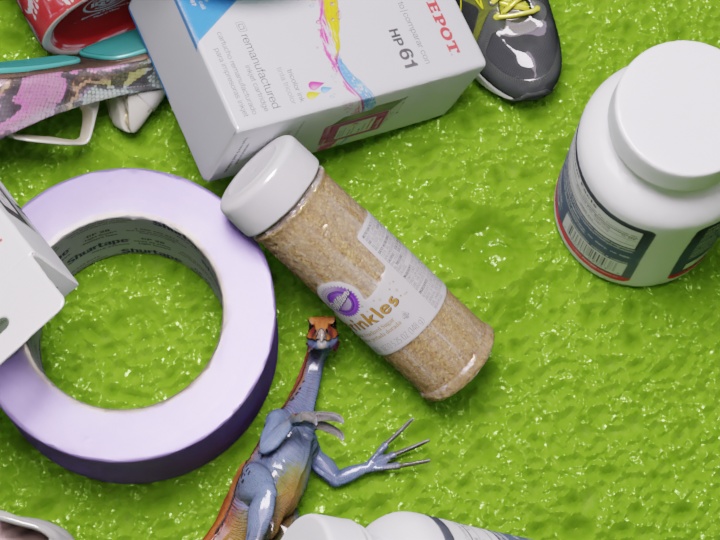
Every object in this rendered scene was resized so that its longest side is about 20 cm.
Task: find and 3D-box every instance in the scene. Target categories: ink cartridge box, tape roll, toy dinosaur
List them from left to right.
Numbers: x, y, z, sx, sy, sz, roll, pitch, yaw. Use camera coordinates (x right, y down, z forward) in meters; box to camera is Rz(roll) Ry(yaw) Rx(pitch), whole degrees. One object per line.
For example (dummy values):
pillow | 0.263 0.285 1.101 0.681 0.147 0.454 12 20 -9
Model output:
ink cartridge box | -0.264 -0.003 1.166 0.116 0.067 0.200 -41 65 1
tape roll | -0.155 0.038 1.232 0.200 0.085 0.200 0 73 0
toy dinosaur | -0.059 0.119 1.213 0.200 0.105 0.182 -10 53 8
ink cartridge box | -0.036 -0.162 1.264 0.200 0.085 0.145 -18 75 -28

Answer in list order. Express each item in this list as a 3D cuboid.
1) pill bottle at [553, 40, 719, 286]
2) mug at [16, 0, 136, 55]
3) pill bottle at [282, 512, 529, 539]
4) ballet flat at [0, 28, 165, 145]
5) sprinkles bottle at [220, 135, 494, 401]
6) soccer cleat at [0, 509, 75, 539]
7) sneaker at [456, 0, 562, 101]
pill bottle | 0.198 -0.071 1.212 0.119 0.200 0.120 0 74 -2
mug | -0.199 -0.274 1.294 0.177 0.133 0.200 -29 79 15
pill bottle | 0.048 0.212 1.122 0.200 0.120 0.120 16 72 -25
ballet flat | -0.188 -0.125 1.279 0.200 0.069 0.071 -18 112 -32
sprinkles bottle | 0.000 0.000 1.214 0.200 0.068 0.068 43 75 -17
soccer cleat | -0.281 0.175 1.192 0.200 0.078 0.069 5 73 0
sneaker | 0.093 -0.217 1.313 0.074 0.085 0.200 -16 75 -5
